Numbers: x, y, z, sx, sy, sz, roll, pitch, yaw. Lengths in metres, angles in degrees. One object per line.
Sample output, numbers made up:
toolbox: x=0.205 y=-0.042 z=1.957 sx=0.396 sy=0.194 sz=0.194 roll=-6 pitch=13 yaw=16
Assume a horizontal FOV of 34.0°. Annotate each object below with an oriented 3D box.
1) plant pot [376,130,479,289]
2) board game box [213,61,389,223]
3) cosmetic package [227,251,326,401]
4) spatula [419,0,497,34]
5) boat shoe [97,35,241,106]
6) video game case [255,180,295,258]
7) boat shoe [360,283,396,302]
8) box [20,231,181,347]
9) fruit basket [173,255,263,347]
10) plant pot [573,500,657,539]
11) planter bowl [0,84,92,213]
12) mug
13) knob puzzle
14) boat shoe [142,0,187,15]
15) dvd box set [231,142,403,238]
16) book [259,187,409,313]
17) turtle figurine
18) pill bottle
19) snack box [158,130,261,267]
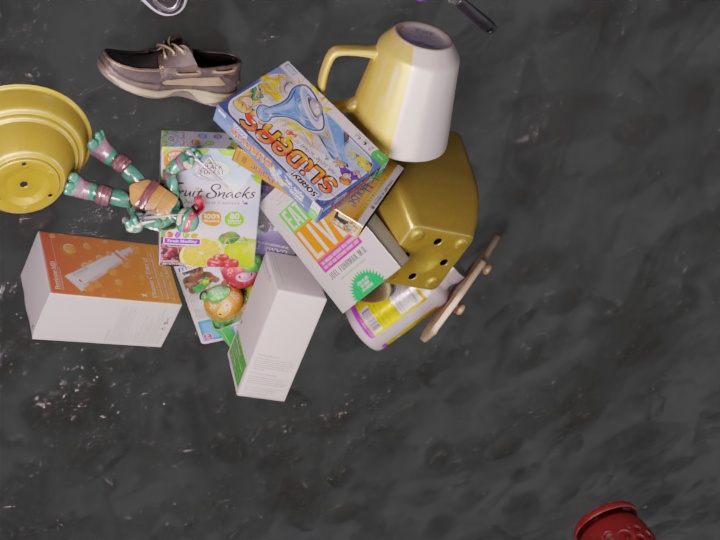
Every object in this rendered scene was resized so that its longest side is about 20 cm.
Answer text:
plant pot: x=0.064 y=-0.085 z=1.747 sx=0.194 sy=0.201 sz=0.195 roll=8 pitch=132 yaw=-35
board game box: x=-0.077 y=-0.171 z=1.542 sx=0.135 sy=0.200 sz=0.035 roll=-39 pitch=167 yaw=-33
cosmetic package: x=-0.128 y=0.086 z=1.784 sx=0.084 sy=0.108 sz=0.202 roll=10 pitch=120 yaw=-22
spatula: x=0.124 y=-0.368 z=1.594 sx=0.056 sy=0.021 sz=0.199 roll=-33 pitch=145 yaw=31
boat shoe: x=-0.240 y=-0.265 z=1.499 sx=0.198 sy=0.075 sz=0.074 roll=1 pitch=126 yaw=-41
video game case: x=-0.133 y=-0.109 z=1.720 sx=0.141 sy=0.019 sz=0.201 roll=12 pitch=123 yaw=-21
boat shoe: x=0.000 y=0.001 z=1.845 sx=0.065 sy=0.200 sz=0.073 roll=-16 pitch=107 yaw=-32
box: x=-0.378 y=0.029 z=1.712 sx=0.198 sy=0.125 sz=0.098 roll=6 pitch=133 yaw=-33
fruit basket: x=-0.183 y=0.025 z=1.834 sx=0.183 sy=0.094 sz=0.201 roll=-18 pitch=138 yaw=-7
plant pot: x=0.640 y=0.691 z=2.944 sx=0.198 sy=0.184 sz=0.202 roll=-14 pitch=141 yaw=-12
planter bowl: x=-0.441 y=-0.136 z=1.524 sx=0.198 sy=0.084 sz=0.202 roll=-14 pitch=140 yaw=-12
mug: x=0.053 y=-0.248 z=1.600 sx=0.185 sy=0.149 sz=0.154 roll=-17 pitch=137 yaw=-38
knob puzzle: x=0.163 y=0.052 z=1.965 sx=0.030 sy=0.220 sz=0.220 roll=37 pitch=122 yaw=0
boat shoe: x=-0.244 y=-0.368 z=1.369 sx=0.071 sy=0.068 sz=0.201 roll=-18 pitch=141 yaw=-6
dvd box set: x=-0.055 y=-0.143 z=1.584 sx=0.199 sy=0.147 sz=0.030 roll=33 pitch=136 yaw=3
book: x=-0.040 y=-0.055 z=1.669 sx=0.133 sy=0.201 sz=0.048 roll=-39 pitch=-179 yaw=35
turtle figurine: x=-0.279 y=-0.099 z=1.551 sx=0.198 sy=0.151 sz=0.101 roll=25 pitch=144 yaw=1
pill bottle: x=0.077 y=0.039 z=1.972 sx=0.199 sy=0.105 sz=0.104 roll=-36 pitch=140 yaw=15
snack box: x=-0.214 y=-0.098 z=1.664 sx=0.140 sy=0.053 sz=0.202 roll=0 pitch=127 yaw=-12
